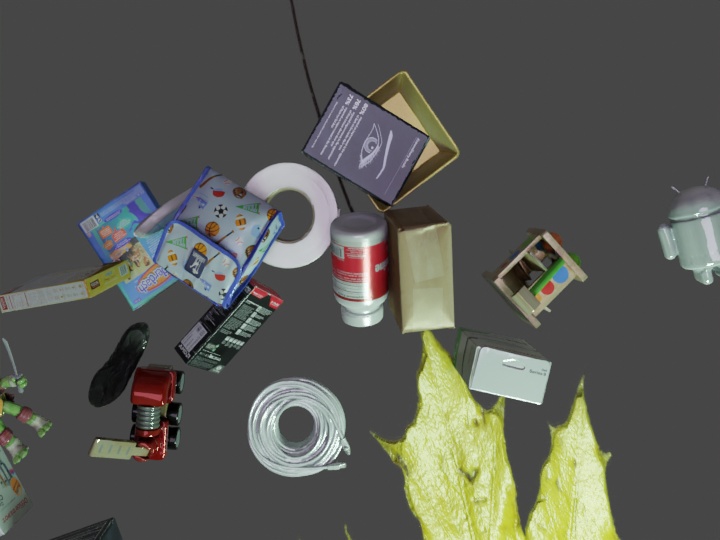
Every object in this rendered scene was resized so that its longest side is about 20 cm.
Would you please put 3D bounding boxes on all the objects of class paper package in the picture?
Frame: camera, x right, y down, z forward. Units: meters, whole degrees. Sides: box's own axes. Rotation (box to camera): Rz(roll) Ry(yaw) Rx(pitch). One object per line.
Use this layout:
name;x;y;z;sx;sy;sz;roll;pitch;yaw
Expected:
paper package;0.108;-0.007;1.400;0.101;0.191;0.204;-6;106;-5

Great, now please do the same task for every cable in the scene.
cable;-0.128;0.311;1.494;0.196;0.069;0.204;-12;94;0

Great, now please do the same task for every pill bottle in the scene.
pill bottle;0.000;0.000;1.429;0.110;0.113;0.203;-3;117;-1

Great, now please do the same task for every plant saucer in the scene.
plant saucer;0.062;-0.251;1.464;0.199;0.048;0.201;-36;94;1

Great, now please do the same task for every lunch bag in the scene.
lunch bag;-0.257;-0.056;1.347;0.168;0.124;0.202;32;81;6

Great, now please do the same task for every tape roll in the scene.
tape roll;-0.139;-0.108;1.458;0.198;0.071;0.207;0;94;-2

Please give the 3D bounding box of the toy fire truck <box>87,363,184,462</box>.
toy fire truck;-0.421;0.282;1.415;0.126;0.200;0.180;6;95;-3

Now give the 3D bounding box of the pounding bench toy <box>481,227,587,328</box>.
pounding bench toy;0.344;0.008;1.417;0.156;0.200;0.124;-44;94;3

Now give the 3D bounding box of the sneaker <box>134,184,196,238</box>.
sneaker;-0.334;-0.104;1.427;0.199;0.074;0.083;-36;100;-21

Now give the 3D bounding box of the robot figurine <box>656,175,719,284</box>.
robot figurine;0.674;-0.079;1.463;0.167;0.113;0.204;-17;95;7

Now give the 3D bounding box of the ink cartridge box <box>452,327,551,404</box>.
ink cartridge box;0.264;0.178;1.427;0.143;0.200;0.086;12;95;-2

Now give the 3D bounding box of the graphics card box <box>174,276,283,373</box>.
graphics card box;-0.253;0.105;1.443;0.051;0.125;0.201;42;93;24

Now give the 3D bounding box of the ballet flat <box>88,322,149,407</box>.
ballet flat;-0.478;0.192;1.488;0.066;0.057;0.201;36;99;-3

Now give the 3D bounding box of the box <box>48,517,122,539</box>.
box;-0.573;0.602;1.438;0.197;0.198;0.125;-19;97;0

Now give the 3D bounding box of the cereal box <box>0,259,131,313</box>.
cereal box;-0.553;0.028;1.395;0.196;0.144;0.040;-9;103;17

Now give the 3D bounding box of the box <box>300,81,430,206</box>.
box;0.009;-0.231;1.388;0.198;0.104;0.149;32;93;-4

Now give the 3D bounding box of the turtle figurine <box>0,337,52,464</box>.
turtle figurine;-0.695;0.271;1.423;0.199;0.145;0.194;-30;113;34

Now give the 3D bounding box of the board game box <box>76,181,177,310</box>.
board game box;-0.436;-0.048;1.466;0.151;0.045;0.202;-32;94;0

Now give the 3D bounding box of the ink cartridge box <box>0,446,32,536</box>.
ink cartridge box;-0.768;0.432;1.445;0.143;0.145;0.203;-27;96;0
